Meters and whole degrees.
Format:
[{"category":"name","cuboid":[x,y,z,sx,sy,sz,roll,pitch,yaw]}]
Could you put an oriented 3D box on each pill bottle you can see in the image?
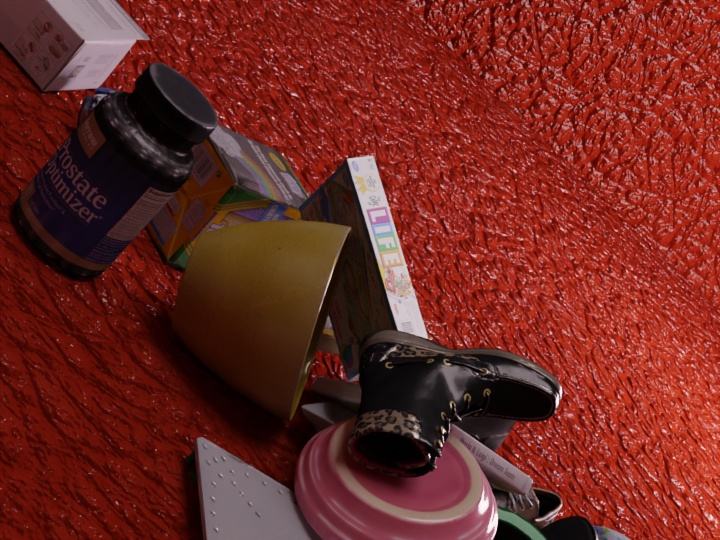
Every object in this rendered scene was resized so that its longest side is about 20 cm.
[{"category":"pill bottle","cuboid":[-0.230,-0.097,1.523,0.112,0.200,0.112,39,20,-17]}]

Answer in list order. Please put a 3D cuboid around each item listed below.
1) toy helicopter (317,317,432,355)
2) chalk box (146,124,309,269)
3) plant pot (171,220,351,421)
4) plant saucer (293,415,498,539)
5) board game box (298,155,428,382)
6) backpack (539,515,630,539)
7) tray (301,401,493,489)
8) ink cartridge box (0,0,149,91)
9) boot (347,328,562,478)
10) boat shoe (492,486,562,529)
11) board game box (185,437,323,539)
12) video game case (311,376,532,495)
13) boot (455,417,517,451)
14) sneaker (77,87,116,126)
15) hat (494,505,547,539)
[{"category":"toy helicopter","cuboid":[-0.027,0.075,1.766,0.199,0.080,0.132,12,14,-43]},{"category":"chalk box","cuboid":[-0.136,-0.067,1.785,0.199,0.124,0.125,23,28,-51]},{"category":"plant pot","cuboid":[-0.105,0.031,1.585,0.141,0.202,0.200,18,20,1]},{"category":"plant saucer","cuboid":[0.038,0.200,1.498,0.198,0.051,0.201,12,33,-8]},{"category":"board game box","cuboid":[0.000,0.000,1.667,0.034,0.134,0.202,-9,75,-28]},{"category":"backpack","cuboid":[0.283,0.375,1.753,0.201,0.153,0.163,61,12,-11]},{"category":"tray","cuboid":[0.036,0.188,1.630,0.199,0.022,0.107,26,4,16]},{"category":"ink cartridge box","cuboid":[-0.366,-0.309,1.861,0.200,0.084,0.175,48,19,8]},{"category":"boot","cuboid":[0.087,0.138,1.504,0.201,0.074,0.154,14,35,0]},{"category":"boat shoe","cuboid":[0.161,0.263,1.798,0.072,0.072,0.199,54,21,26]},{"category":"board game box","cuboid":[-0.068,0.259,1.397,0.199,0.026,0.201,35,21,-27]},{"category":"video game case","cuboid":[0.062,0.173,1.688,0.181,0.024,0.199,36,-14,-25]},{"category":"boot","cuboid":[0.120,0.146,1.853,0.199,0.138,0.078,22,29,-49]},{"category":"sneaker","cuboid":[-0.276,-0.149,1.761,0.085,0.077,0.200,28,16,-16]},{"category":"hat","cuboid":[0.110,0.343,1.607,0.198,0.177,0.167,-1,57,-17]}]
